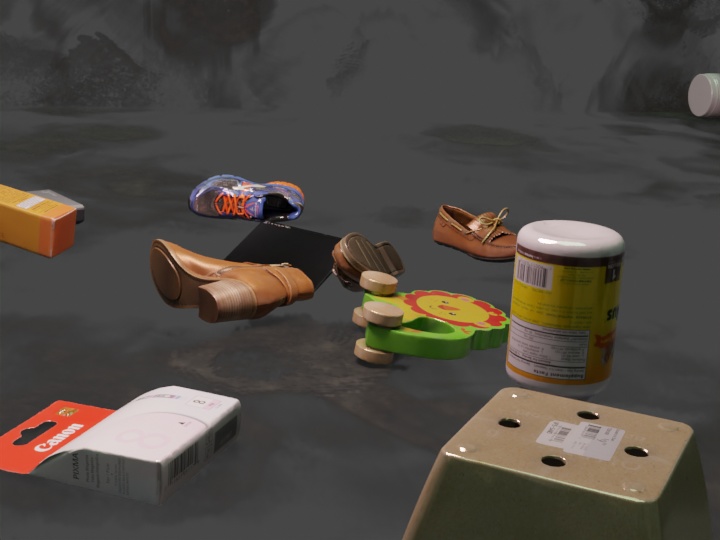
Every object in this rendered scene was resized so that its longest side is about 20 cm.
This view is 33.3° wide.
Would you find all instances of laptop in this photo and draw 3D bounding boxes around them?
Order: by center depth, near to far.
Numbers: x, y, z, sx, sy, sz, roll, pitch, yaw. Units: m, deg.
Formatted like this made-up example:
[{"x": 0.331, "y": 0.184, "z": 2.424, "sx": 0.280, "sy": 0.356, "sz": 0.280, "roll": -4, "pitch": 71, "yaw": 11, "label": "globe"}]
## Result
[{"x": -0.074, "y": -0.004, "z": 1.743, "sx": 0.177, "sy": 0.103, "sz": 0.200, "roll": 15, "pitch": -6, "yaw": 34, "label": "laptop"}]

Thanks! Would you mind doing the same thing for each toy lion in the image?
[{"x": 0.090, "y": 0.063, "z": 1.461, "sx": 0.191, "sy": 0.069, "sz": 0.200, "roll": 10, "pitch": 16, "yaw": -4, "label": "toy lion"}]

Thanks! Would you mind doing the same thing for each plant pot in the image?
[{"x": 0.129, "y": 0.189, "z": 0.791, "sx": 0.200, "sy": 0.177, "sz": 0.200, "roll": 10, "pitch": 17, "yaw": 24, "label": "plant pot"}]

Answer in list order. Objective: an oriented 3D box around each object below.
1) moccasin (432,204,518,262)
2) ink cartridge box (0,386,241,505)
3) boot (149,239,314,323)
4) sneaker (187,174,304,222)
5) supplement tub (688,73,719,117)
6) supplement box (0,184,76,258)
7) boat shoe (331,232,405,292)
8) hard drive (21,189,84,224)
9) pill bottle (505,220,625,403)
[{"x": 0.193, "y": -0.061, "z": 1.870, "sx": 0.074, "sy": 0.078, "sz": 0.201, "roll": -7, "pitch": 19, "yaw": -32, "label": "moccasin"}, {"x": -0.233, "y": 0.146, "z": 1.109, "sx": 0.200, "sy": 0.057, "sz": 0.163, "roll": 13, "pitch": 18, "yaw": 16, "label": "ink cartridge box"}, {"x": -0.170, "y": 0.004, "z": 1.563, "sx": 0.155, "sy": 0.077, "sz": 0.200, "roll": -12, "pitch": 24, "yaw": -39, "label": "boot"}, {"x": -0.186, "y": -0.115, "z": 2.001, "sx": 0.200, "sy": 0.075, "sz": 0.078, "roll": -3, "pitch": 20, "yaw": -14, "label": "sneaker"}, {"x": 1.099, "y": -0.522, "z": 3.601, "sx": 0.200, "sy": 0.132, "sz": 0.132, "roll": -1, "pitch": 16, "yaw": -18, "label": "supplement tub"}, {"x": -0.518, "y": -0.082, "z": 1.761, "sx": 0.200, "sy": 0.067, "sz": 0.069, "roll": 17, "pitch": 25, "yaw": 12, "label": "supplement box"}, {"x": 0.000, "y": 0.000, "z": 1.595, "sx": 0.068, "sy": 0.072, "sz": 0.200, "roll": -31, "pitch": -15, "yaw": 15, "label": "boat shoe"}, {"x": -0.560, "y": -0.093, "z": 1.914, "sx": 0.200, "sy": 0.033, "sz": 0.139, "roll": -9, "pitch": 20, "yaw": -38, "label": "hard drive"}, {"x": 0.207, "y": 0.055, "z": 1.235, "sx": 0.109, "sy": 0.200, "sz": 0.109, "roll": 3, "pitch": 16, "yaw": -1, "label": "pill bottle"}]
